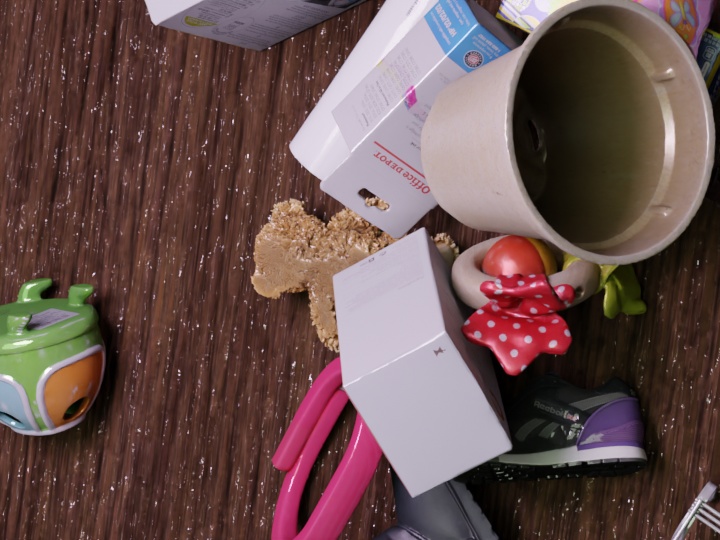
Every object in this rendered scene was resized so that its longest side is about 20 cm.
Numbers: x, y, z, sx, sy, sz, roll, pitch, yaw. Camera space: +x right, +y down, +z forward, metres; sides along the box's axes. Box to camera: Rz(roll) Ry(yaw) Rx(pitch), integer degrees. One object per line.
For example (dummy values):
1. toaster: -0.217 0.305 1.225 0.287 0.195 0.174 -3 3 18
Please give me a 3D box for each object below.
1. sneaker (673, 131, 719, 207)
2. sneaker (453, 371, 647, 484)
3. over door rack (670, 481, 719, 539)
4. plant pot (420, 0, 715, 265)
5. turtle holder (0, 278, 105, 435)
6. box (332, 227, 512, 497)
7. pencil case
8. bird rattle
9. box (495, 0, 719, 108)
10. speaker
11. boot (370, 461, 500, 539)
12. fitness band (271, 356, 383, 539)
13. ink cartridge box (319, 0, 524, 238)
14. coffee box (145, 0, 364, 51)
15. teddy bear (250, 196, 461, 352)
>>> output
1. sneaker: 0.301 -0.080 1.413 0.198 0.115 0.077 17 98 24
2. sneaker: 0.146 0.135 1.495 0.197 0.076 0.089 -2 71 -4
3. over door rack: 0.295 0.301 1.439 0.147 0.067 0.201 34 84 21
4. plant pot: 0.146 -0.103 1.369 0.183 0.198 0.203 -2 90 60
5. turtle holder: -0.340 0.091 1.710 0.183 0.141 0.133 -5 106 16
6. box: 0.050 0.074 1.454 0.097 0.201 0.125 -27 114 9
7. pencil case: 0.261 -0.258 1.402 0.087 0.088 0.202 12 67 24
8. bird rattle: 0.149 0.014 1.457 0.162 0.199 0.114 17 131 49
9. box: 0.222 -0.206 1.478 0.199 0.064 0.071 29 103 22
10. speaker: 0.019 -0.169 1.565 0.081 0.081 0.201 41 108 19
11. boot: 0.026 0.236 1.544 0.167 0.076 0.201 -32 83 -1
12. fitness band: -0.031 0.175 1.570 0.201 0.037 0.144 -63 25 19
13. ink cartridge box: 0.058 -0.135 1.504 0.200 0.115 0.068 -44 41 17
14. coffee box: -0.091 -0.336 1.550 0.196 0.199 0.202 -22 81 24
15. teddy bear: 0.000 0.000 1.593 0.198 0.067 0.147 -4 101 21
